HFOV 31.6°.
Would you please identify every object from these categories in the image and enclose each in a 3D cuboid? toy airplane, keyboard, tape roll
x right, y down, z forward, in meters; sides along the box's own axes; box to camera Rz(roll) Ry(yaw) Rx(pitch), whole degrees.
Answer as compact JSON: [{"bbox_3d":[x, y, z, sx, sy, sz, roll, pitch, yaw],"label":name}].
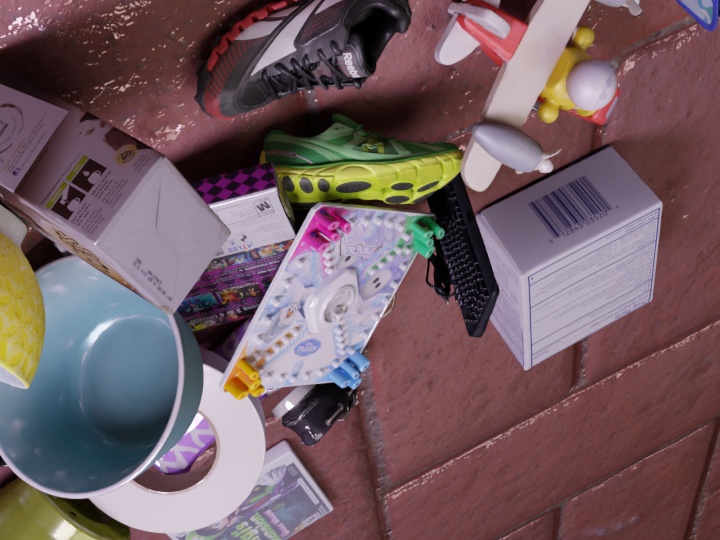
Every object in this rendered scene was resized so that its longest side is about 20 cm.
[{"bbox_3d":[0.166,-0.189,1.141,0.198,0.141,0.201,-27,130,-27],"label":"toy airplane"},{"bbox_3d":[0.085,-0.018,1.243,0.039,0.201,0.105,1,134,-13],"label":"keyboard"},{"bbox_3d":[-0.193,0.168,1.275,0.201,0.037,0.205,-1,112,-2],"label":"tape roll"}]

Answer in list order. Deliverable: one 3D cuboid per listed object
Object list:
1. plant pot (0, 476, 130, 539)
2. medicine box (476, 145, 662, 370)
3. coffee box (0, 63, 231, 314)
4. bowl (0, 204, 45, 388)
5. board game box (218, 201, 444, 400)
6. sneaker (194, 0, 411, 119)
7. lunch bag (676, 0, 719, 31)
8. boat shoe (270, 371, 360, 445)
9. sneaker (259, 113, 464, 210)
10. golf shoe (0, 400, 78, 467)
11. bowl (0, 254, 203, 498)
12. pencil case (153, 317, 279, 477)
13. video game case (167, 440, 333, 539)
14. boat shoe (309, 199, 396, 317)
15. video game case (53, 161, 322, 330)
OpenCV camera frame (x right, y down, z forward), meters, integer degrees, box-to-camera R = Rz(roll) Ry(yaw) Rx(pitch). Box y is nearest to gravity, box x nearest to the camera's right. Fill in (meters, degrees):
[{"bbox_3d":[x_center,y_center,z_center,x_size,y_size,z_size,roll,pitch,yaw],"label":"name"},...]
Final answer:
[{"bbox_3d":[-0.342,0.307,1.307,0.193,0.200,0.200,-51,144,3],"label":"plant pot"},{"bbox_3d":[0.236,-0.011,1.453,0.181,0.103,0.201,-27,146,-10],"label":"medicine box"},{"bbox_3d":[-0.205,-0.063,0.923,0.080,0.199,0.113,-54,149,-12],"label":"coffee box"},{"bbox_3d":[-0.314,-0.005,0.966,0.108,0.199,0.200,-63,150,-17],"label":"bowl"},{"bbox_3d":[-0.021,0.032,1.192,0.199,0.026,0.201,1,122,-55],"label":"board game box"},{"bbox_3d":[-0.042,-0.177,1.022,0.200,0.098,0.071,-35,148,3],"label":"sneaker"},{"bbox_3d":[0.306,-0.294,1.105,0.199,0.171,0.128,11,125,-48],"label":"lunch bag"},{"bbox_3d":[-0.034,0.136,1.378,0.074,0.060,0.200,-41,176,15],"label":"boat shoe"},{"bbox_3d":[0.004,-0.106,1.151,0.198,0.084,0.074,-3,155,-22],"label":"sneaker"},{"bbox_3d":[-0.265,0.140,1.188,0.198,0.095,0.078,-21,108,-1],"label":"golf shoe"},{"bbox_3d":[-0.214,0.092,1.097,0.201,0.201,0.105,-42,160,12],"label":"bowl"},{"bbox_3d":[-0.146,0.133,1.327,0.200,0.086,0.084,-41,169,14],"label":"pencil case"},{"bbox_3d":[-0.138,0.307,1.603,0.181,0.023,0.200,-31,146,-4],"label":"video game case"},{"bbox_3d":[0.000,0.000,1.295,0.075,0.074,0.200,-31,146,-4],"label":"boat shoe"},{"bbox_3d":[-0.146,-0.010,1.141,0.198,0.036,0.182,-14,145,6],"label":"video game case"}]
